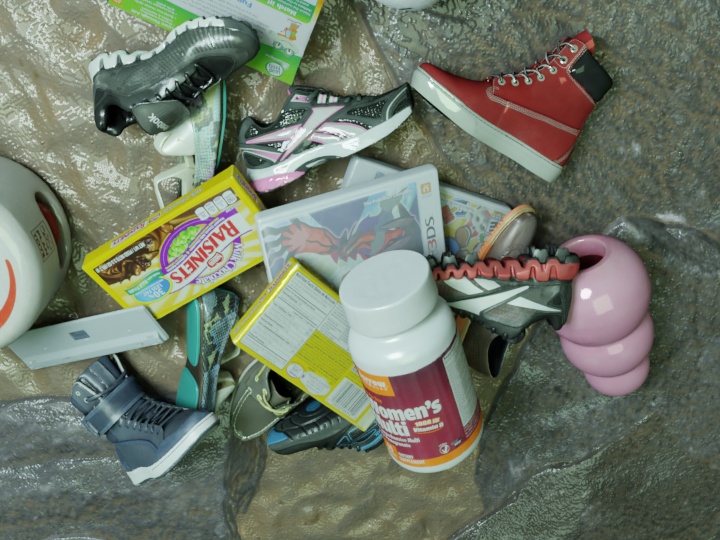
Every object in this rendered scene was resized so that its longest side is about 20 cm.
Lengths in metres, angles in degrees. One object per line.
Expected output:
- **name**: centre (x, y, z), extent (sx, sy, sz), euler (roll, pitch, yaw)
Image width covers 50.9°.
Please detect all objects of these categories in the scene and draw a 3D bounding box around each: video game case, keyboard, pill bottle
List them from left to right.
- **keyboard**: centre (-0.312, 0.077, 0.854), extent (0.195, 0.011, 0.057), euler (-12, 127, 18)
- **video game case**: centre (0.000, 0.000, 0.805), extent (0.195, 0.023, 0.187), euler (-17, 119, -12)
- **video game case**: centre (0.050, -0.015, 0.845), extent (0.195, 0.023, 0.186), euler (14, 111, -21)
- **pill bottle**: centre (0.050, 0.090, 0.743), extent (0.107, 0.110, 0.204), euler (-18, 120, 4)

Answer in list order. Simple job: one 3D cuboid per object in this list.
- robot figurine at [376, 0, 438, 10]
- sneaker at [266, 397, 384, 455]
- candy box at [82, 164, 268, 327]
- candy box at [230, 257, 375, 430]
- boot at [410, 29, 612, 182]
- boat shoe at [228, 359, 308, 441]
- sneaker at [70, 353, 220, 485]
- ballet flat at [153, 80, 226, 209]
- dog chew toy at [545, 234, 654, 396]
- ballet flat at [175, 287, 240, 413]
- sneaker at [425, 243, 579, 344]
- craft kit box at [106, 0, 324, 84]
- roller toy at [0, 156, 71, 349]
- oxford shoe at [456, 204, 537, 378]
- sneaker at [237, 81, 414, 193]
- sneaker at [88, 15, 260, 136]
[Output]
- **robot figurine**: centre (0.058, -0.338, 0.673), extent (0.122, 0.151, 0.203), euler (21, 111, -25)
- **sneaker**: centre (-0.017, 0.193, 0.918), extent (0.195, 0.074, 0.084), euler (-19, 114, 5)
- **candy box**: centre (-0.182, -0.020, 0.790), extent (0.197, 0.027, 0.103), euler (-28, 128, 16)
- **candy box**: centre (-0.031, 0.082, 0.795), extent (0.199, 0.026, 0.103), euler (40, 93, -31)
- **boot**: centre (0.158, -0.198, 0.771), extent (0.196, 0.073, 0.146), euler (23, 109, -21)
- **boat shoe**: centre (-0.094, 0.130, 0.894), extent (0.071, 0.061, 0.203), euler (35, 106, -16)
- **sneaker**: centre (-0.247, 0.155, 0.845), extent (0.201, 0.077, 0.148), euler (-31, 94, 45)
- **ballet flat**: centre (-0.179, -0.105, 0.785), extent (0.069, 0.069, 0.205), euler (-5, 118, -27)
- **dog chew toy**: centre (0.275, 0.061, 0.860), extent (0.122, 0.126, 0.203), euler (-23, 120, 6)
- **ballet flat**: centre (-0.174, 0.114, 0.884), extent (0.072, 0.075, 0.205), euler (10, 115, -7)
- **sneaker**: centre (0.127, 0.028, 0.780), extent (0.194, 0.071, 0.101), euler (-3, 97, 4)
- **craft kit box**: centre (-0.120, -0.279, 0.673), extent (0.196, 0.050, 0.198), euler (21, 146, -12)
- **roller toy**: centre (-0.399, -0.017, 0.772), extent (0.180, 0.140, 0.202), euler (29, 108, -15)
- **oxford shoe**: centre (0.165, 0.026, 0.848), extent (0.070, 0.073, 0.204), euler (-8, 125, -37)
- **sneaker**: centre (-0.039, -0.154, 0.774), extent (0.196, 0.080, 0.088), euler (-24, 102, 1)
- **sneaker**: centre (-0.179, -0.175, 0.720), extent (0.195, 0.093, 0.066), euler (-10, 159, 23)
